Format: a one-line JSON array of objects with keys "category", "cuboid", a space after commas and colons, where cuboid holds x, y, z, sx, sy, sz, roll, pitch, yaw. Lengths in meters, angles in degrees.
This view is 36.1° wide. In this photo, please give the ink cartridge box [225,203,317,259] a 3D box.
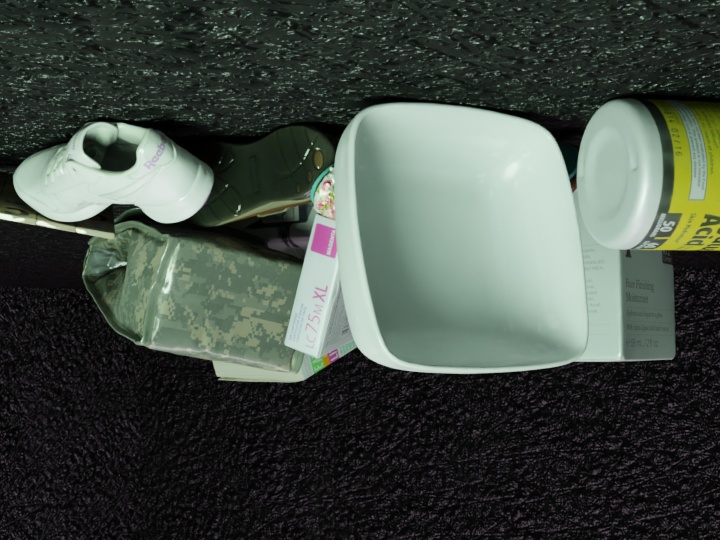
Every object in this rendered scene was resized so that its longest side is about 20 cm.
[{"category": "ink cartridge box", "cuboid": [-0.061, -0.042, 1.157, 0.199, 0.085, 0.145, -2, 160, 21]}]

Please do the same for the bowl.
[{"category": "bowl", "cuboid": [0.066, -0.019, 0.822, 0.199, 0.201, 0.075, 2, 166, -30]}]

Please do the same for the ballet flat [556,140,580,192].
[{"category": "ballet flat", "cuboid": [0.136, -0.071, 1.006, 0.200, 0.068, 0.072, -6, 142, 43]}]

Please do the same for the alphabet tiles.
[{"category": "alphabet tiles", "cuboid": [-0.323, -0.070, 0.996, 0.199, 0.008, 0.167, 11, -166, -17]}]

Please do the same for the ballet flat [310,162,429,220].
[{"category": "ballet flat", "cuboid": [0.044, -0.070, 0.910, 0.064, 0.076, 0.200, 38, -147, 25]}]

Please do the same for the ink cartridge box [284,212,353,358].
[{"category": "ink cartridge box", "cuboid": [0.000, 0.000, 0.999, 0.042, 0.120, 0.200, 20, -166, 20]}]

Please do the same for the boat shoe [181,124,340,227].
[{"category": "boat shoe", "cuboid": [-0.085, -0.077, 0.944, 0.199, 0.076, 0.074, -3, 179, 37]}]

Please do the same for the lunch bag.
[{"category": "lunch bag", "cuboid": [-0.153, 0.012, 1.024, 0.164, 0.118, 0.200, 14, -178, -33]}]

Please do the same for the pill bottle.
[{"category": "pill bottle", "cuboid": [0.274, -0.071, 0.829, 0.199, 0.112, 0.111, -1, 176, -14]}]

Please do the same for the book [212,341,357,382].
[{"category": "book", "cuboid": [-0.041, 0.058, 1.159, 0.133, 0.048, 0.200, 2, -158, 41]}]

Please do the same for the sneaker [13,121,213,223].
[{"category": "sneaker", "cuboid": [-0.215, -0.090, 0.893, 0.199, 0.075, 0.100, 1, 153, 31]}]

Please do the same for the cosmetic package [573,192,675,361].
[{"category": "cosmetic package", "cuboid": [0.244, 0.001, 1.230, 0.165, 0.201, 0.165, -3, 176, 35]}]

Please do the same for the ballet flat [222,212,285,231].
[{"category": "ballet flat", "cuboid": [-0.155, -0.069, 1.080, 0.199, 0.073, 0.073, -2, 176, 24]}]
